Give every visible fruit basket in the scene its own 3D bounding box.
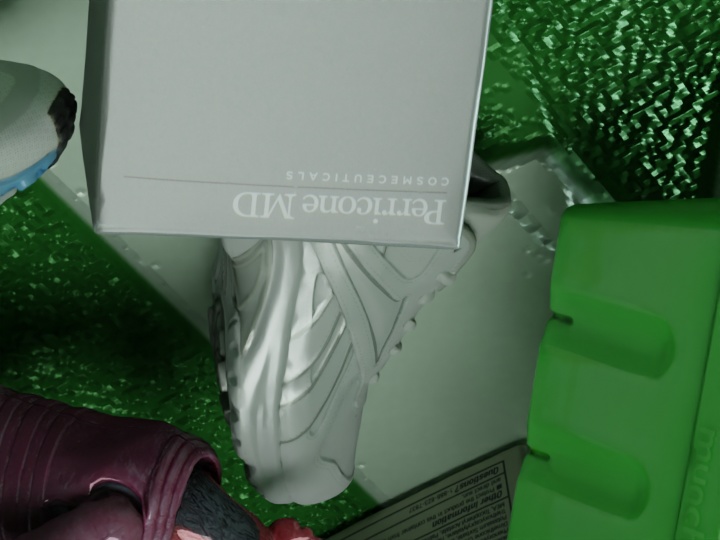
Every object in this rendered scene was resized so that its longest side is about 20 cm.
[{"bbox_3d":[0.159,0.076,0.825,0.216,0.216,0.155,-43,156,29],"label":"fruit basket"}]

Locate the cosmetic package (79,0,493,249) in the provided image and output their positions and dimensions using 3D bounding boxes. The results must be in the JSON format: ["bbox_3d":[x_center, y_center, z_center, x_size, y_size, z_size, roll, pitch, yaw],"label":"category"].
[{"bbox_3d":[-0.017,-0.111,0.707,0.106,0.090,0.201,1,112,-9],"label":"cosmetic package"}]

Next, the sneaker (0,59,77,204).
[{"bbox_3d":[-0.181,-0.062,0.767,0.199,0.075,0.087,4,121,7],"label":"sneaker"}]

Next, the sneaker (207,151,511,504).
[{"bbox_3d":[0.000,0.000,0.856,0.099,0.078,0.201,-6,134,-5],"label":"sneaker"}]

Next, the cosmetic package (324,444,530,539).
[{"bbox_3d":[0.048,0.174,0.935,0.103,0.200,0.087,-26,129,18],"label":"cosmetic package"}]

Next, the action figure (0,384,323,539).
[{"bbox_3d":[-0.105,0.060,0.868,0.199,0.134,0.150,10,109,14],"label":"action figure"}]
